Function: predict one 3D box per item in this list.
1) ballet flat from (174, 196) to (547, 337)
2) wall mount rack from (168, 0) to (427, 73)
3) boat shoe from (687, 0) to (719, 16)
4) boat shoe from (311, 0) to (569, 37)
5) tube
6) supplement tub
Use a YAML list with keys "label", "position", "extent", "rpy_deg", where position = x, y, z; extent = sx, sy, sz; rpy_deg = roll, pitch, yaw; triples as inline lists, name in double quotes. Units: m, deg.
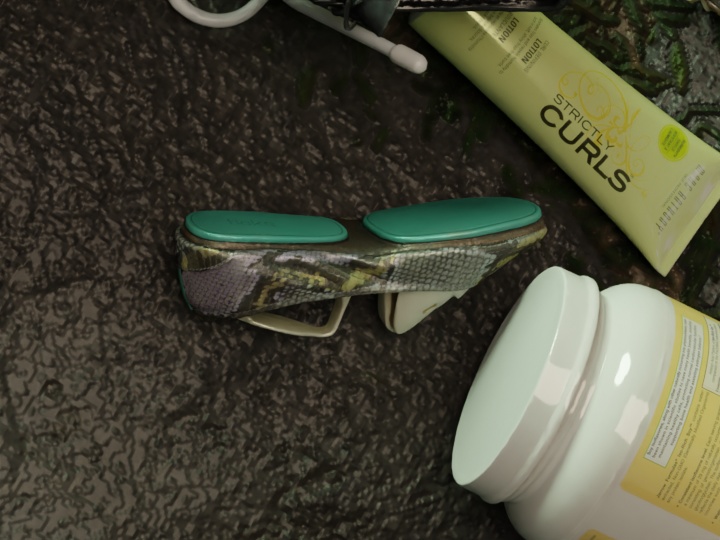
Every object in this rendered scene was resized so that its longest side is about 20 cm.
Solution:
- label: "ballet flat"
  position: [0.000, 0.000, 1.279]
  extent: [0.199, 0.072, 0.073]
  rpy_deg: [-3, 84, -15]
- label: "wall mount rack"
  position: [-0.008, -0.198, 1.289]
  extent: [0.173, 0.075, 0.200]
  rpy_deg: [39, 76, -7]
- label: "boat shoe"
  position: [0.210, -0.169, 1.349]
  extent: [0.068, 0.075, 0.201]
  rpy_deg: [-10, 75, -15]
- label: "boat shoe"
  position: [0.016, -0.149, 1.215]
  extent: [0.198, 0.075, 0.067]
  rpy_deg: [-3, 70, -21]
- label: "tube"
  position: [0.115, -0.090, 1.324]
  extent: [0.200, 0.052, 0.058]
  rpy_deg: [41, 118, -11]
- label: "supplement tub"
  position: [0.162, 0.095, 1.261]
  extent: [0.199, 0.145, 0.146]
  rpy_deg: [26, 77, -10]
